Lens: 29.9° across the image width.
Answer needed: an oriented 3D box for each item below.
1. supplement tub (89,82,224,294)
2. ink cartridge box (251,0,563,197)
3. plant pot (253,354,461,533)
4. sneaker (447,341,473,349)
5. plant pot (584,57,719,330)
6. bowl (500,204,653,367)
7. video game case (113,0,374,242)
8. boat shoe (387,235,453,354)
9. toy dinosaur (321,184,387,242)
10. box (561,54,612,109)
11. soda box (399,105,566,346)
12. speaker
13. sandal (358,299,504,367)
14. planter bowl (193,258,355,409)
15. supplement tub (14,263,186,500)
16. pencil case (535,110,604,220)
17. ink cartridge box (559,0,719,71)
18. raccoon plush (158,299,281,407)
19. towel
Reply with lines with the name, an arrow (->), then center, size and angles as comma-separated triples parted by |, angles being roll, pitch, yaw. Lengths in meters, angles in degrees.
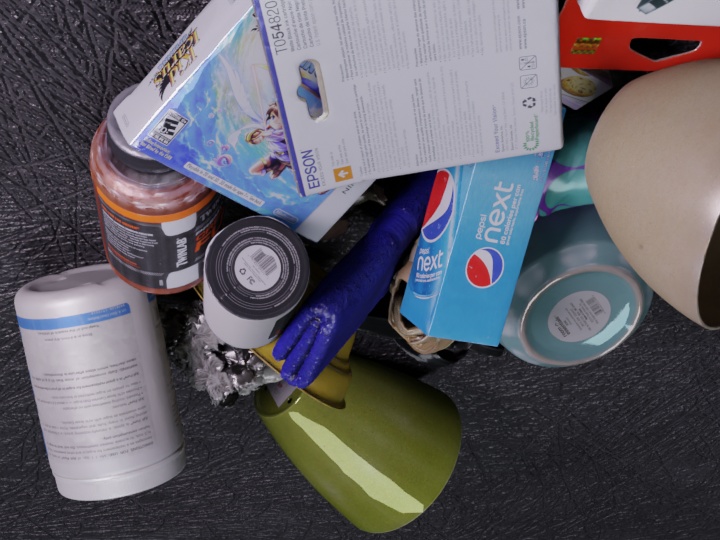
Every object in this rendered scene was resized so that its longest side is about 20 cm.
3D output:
supplement tub -> -0.163, -0.067, 1.090 | 0.107, 0.107, 0.200 | -1, 153, -6
ink cartridge box -> 0.037, -0.148, 0.923 | 0.199, 0.041, 0.200 | -10, 138, 0
plant pot -> -0.019, 0.170, 1.528 | 0.187, 0.188, 0.200 | -25, 131, 35
sneaker -> 0.138, 0.016, 1.311 | 0.075, 0.088, 0.200 | 9, 150, -23
plant pot -> 0.247, -0.075, 0.999 | 0.134, 0.201, 0.200 | 30, 170, 31
bowl -> 0.183, 0.008, 1.208 | 0.200, 0.105, 0.201 | -7, 129, -9
video game case -> -0.044, -0.127, 0.975 | 0.181, 0.045, 0.200 | -47, 137, 16
boat shoe -> 0.051, 0.031, 1.210 | 0.071, 0.065, 0.200 | 36, 158, 18
toy dinosaur -> -0.044, -0.077, 1.122 | 0.102, 0.077, 0.200 | -27, 149, 25
box -> 0.106, -0.174, 0.989 | 0.200, 0.039, 0.041 | 20, 141, -38
soda box -> 0.096, -0.046, 1.078 | 0.068, 0.201, 0.064 | 9, -168, -24
speaker -> -0.089, 0.014, 1.095 | 0.081, 0.082, 0.200 | 0, 170, -7
sandal -> 0.054, 0.067, 1.416 | 0.200, 0.075, 0.048 | 13, 107, -17
planter bowl -> -0.063, 0.034, 1.280 | 0.083, 0.200, 0.200 | -48, 142, 5
supplement tub -> -0.245, 0.102, 1.279 | 0.131, 0.201, 0.132 | -8, -169, 2
pencil case -> 0.237, -0.091, 1.119 | 0.199, 0.085, 0.093 | -4, 130, 1
ink cartridge box -> 0.241, -0.186, 0.938 | 0.199, 0.044, 0.174 | 0, 143, -17
raccoon plush -> -0.162, 0.060, 1.404 | 0.200, 0.097, 0.134 | 41, 179, -3
towel -> 0.000, 0.000, 1.173 | 0.049, 0.200, 0.148 | 35, 147, 7
